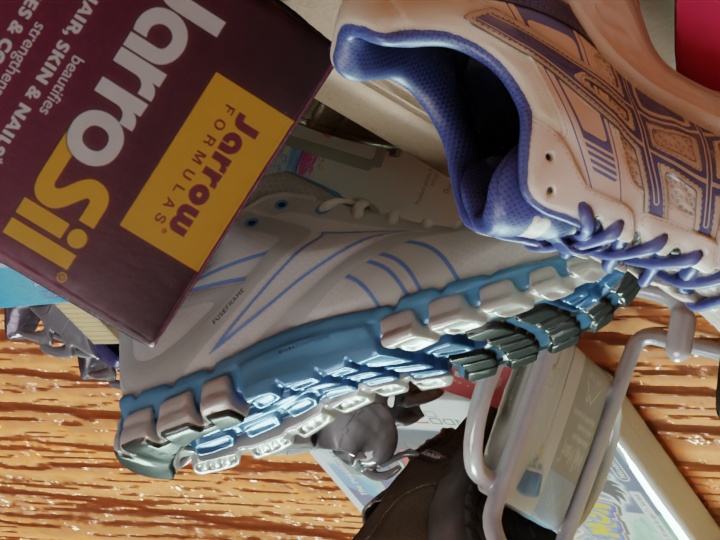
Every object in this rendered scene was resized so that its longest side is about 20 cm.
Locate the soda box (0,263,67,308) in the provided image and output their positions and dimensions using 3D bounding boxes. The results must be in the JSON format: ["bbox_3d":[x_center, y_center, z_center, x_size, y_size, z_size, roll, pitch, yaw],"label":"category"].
[{"bbox_3d":[-0.123,-0.031,1.040,0.068,0.064,0.200,54,158,-13],"label":"soda box"}]

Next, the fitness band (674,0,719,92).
[{"bbox_3d":[0.164,-0.088,0.830,0.143,0.038,0.201,9,136,12],"label":"fitness band"}]

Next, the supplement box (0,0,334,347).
[{"bbox_3d":[-0.121,-0.078,0.850,0.200,0.111,0.086,31,-176,-18],"label":"supplement box"}]

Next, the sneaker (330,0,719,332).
[{"bbox_3d":[0.071,-0.024,0.846,0.200,0.088,0.075,45,149,-3],"label":"sneaker"}]

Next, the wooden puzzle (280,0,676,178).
[{"bbox_3d":[0.052,-0.104,0.899,0.185,0.037,0.200,30,136,-13],"label":"wooden puzzle"}]

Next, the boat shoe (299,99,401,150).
[{"bbox_3d":[-0.036,-0.110,0.977,0.199,0.063,0.073,29,126,-16],"label":"boat shoe"}]

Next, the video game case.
[{"bbox_3d":[0.072,0.106,1.293,0.182,0.023,0.200,1,145,36],"label":"video game case"}]

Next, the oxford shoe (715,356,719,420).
[{"bbox_3d":[0.212,0.035,1.002,0.199,0.085,0.073,-12,133,44],"label":"oxford shoe"}]

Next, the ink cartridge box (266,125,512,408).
[{"bbox_3d":[-0.021,-0.028,1.084,0.199,0.068,0.117,19,151,10],"label":"ink cartridge box"}]

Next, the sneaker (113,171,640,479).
[{"bbox_3d":[0.000,0.000,0.956,0.199,0.087,0.075,-18,159,15],"label":"sneaker"}]

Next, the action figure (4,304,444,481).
[{"bbox_3d":[-0.054,0.044,1.153,0.200,0.070,0.130,24,-171,38],"label":"action figure"}]

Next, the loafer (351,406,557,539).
[{"bbox_3d":[0.031,0.098,1.129,0.071,0.073,0.200,-18,180,13],"label":"loafer"}]

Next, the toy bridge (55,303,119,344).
[{"bbox_3d":[-0.044,-0.002,1.045,0.199,0.027,0.067,-2,143,37],"label":"toy bridge"}]

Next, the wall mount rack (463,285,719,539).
[{"bbox_3d":[0.089,0.096,1.070,0.074,0.175,0.200,16,173,20],"label":"wall mount rack"}]
